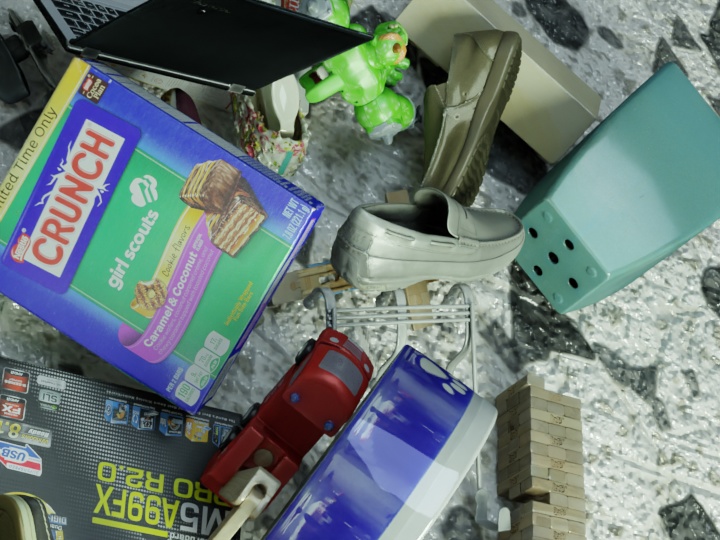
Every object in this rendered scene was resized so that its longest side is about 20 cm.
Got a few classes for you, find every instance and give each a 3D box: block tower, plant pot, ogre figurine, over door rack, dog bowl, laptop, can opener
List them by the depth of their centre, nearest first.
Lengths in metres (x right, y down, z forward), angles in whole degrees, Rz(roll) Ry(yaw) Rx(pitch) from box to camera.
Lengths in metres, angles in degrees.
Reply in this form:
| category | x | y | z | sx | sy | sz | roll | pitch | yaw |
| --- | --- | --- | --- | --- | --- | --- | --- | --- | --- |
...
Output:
| category | x | y | z | sx | sy | sz | roll | pitch | yaw |
| --- | --- | --- | --- | --- | --- | --- | --- | --- | --- |
| dog bowl | 0.003 | 0.151 | 0.989 | 0.078 | 0.201 | 0.200 | 36 | 50 | 2 |
| laptop | -0.129 | -0.205 | 1.085 | 0.186 | 0.116 | 0.201 | 8 | 37 | -49 |
| can opener | -0.235 | -0.116 | 1.141 | 0.066 | 0.053 | 0.201 | -32 | 80 | -5 |
| over door rack | 0.030 | 0.114 | 1.160 | 0.146 | 0.066 | 0.203 | -1 | 78 | -30 |
| block tower | 0.146 | 0.189 | 1.188 | 0.057 | 0.054 | 0.202 | 16 | 57 | -24 |
| ogre figurine | -0.006 | -0.186 | 1.249 | 0.097 | 0.202 | 0.120 | -8 | 31 | 5 |
| plant pot | 0.233 | -0.060 | 1.335 | 0.199 | 0.141 | 0.142 | -36 | 85 | -32 |

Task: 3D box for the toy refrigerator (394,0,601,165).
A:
| category | x | y | z | sx | sy | sz | roll | pitch | yaw |
| --- | --- | --- | --- | --- | --- | --- | --- | --- | --- |
| toy refrigerator | 0.128 | -0.193 | 1.376 | 0.200 | 0.070 | 0.076 | 41 | 24 | -6 |

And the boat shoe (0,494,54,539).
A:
| category | x | y | z | sx | sy | sz | roll | pitch | yaw |
| --- | --- | --- | --- | --- | --- | --- | --- | --- | --- |
| boat shoe | -0.197 | 0.236 | 0.918 | 0.066 | 0.071 | 0.204 | -8 | 93 | -45 |

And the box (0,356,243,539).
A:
| category | x | y | z | sx | sy | sz | roll | pitch | yaw |
| --- | --- | --- | --- | --- | --- | --- | --- | --- | --- |
| box | -0.179 | 0.159 | 1.013 | 0.198 | 0.044 | 0.162 | 17 | 56 | -23 |

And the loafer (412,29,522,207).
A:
| category | x | y | z | sx | sy | sz | roll | pitch | yaw |
| --- | --- | --- | --- | --- | --- | --- | --- | --- | --- |
| loafer | 0.084 | -0.124 | 1.301 | 0.067 | 0.076 | 0.202 | 19 | 74 | 17 |

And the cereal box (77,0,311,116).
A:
| category | x | y | z | sx | sy | sz | roll | pitch | yaw |
| --- | --- | --- | --- | --- | --- | --- | --- | --- | --- |
| cereal box | -0.134 | -0.214 | 1.256 | 0.198 | 0.040 | 0.145 | 16 | 58 | -23 |

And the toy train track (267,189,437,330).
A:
| category | x | y | z | sx | sy | sz | roll | pitch | yaw |
| --- | --- | --- | --- | --- | --- | --- | --- | --- | --- |
| toy train track | 0.000 | 0.000 | 1.211 | 0.198 | 0.032 | 0.116 | -13 | 92 | -36 |

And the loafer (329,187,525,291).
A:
| category | x | y | z | sx | sy | sz | roll | pitch | yaw |
| --- | --- | --- | --- | --- | --- | --- | --- | --- | --- |
| loafer | 0.063 | -0.031 | 1.183 | 0.199 | 0.070 | 0.070 | -11 | 38 | -43 |

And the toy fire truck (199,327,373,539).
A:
| category | x | y | z | sx | sy | sz | roll | pitch | yaw |
| --- | --- | --- | --- | --- | --- | --- | --- | --- | --- |
| toy fire truck | -0.073 | 0.140 | 0.968 | 0.049 | 0.200 | 0.141 | 38 | 22 | -7 |

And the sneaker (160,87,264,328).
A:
| category | x | y | z | sx | sy | sz | roll | pitch | yaw |
| --- | --- | --- | --- | --- | --- | --- | --- | --- | --- |
| sneaker | -0.122 | -0.044 | 1.149 | 0.089 | 0.075 | 0.203 | 5 | 70 | -28 |

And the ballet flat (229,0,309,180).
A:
| category | x | y | z | sx | sy | sz | roll | pitch | yaw |
| --- | --- | --- | --- | --- | --- | --- | --- | --- | --- |
| ballet flat | -0.077 | -0.171 | 1.203 | 0.075 | 0.064 | 0.202 | -7 | 72 | -31 |

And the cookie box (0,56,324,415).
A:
| category | x | y | z | sx | sy | sz | roll | pitch | yaw |
| --- | --- | --- | --- | --- | --- | --- | --- | --- | --- |
| cookie box | -0.153 | -0.026 | 1.039 | 0.199 | 0.075 | 0.172 | 31 | 94 | 2 |
